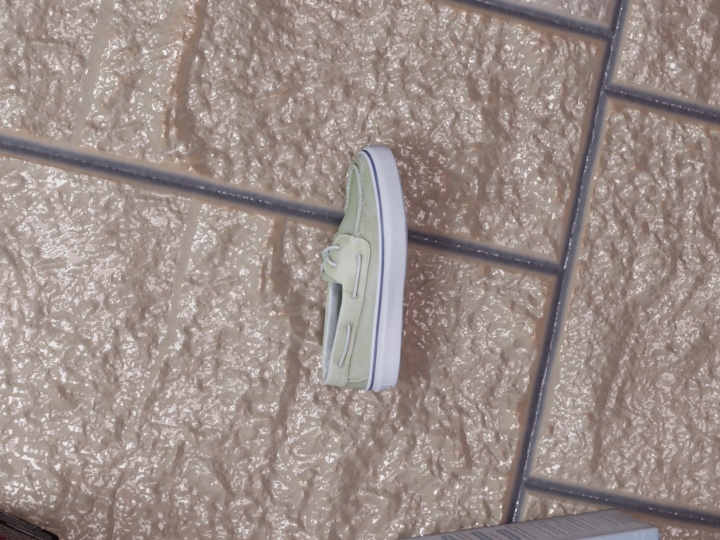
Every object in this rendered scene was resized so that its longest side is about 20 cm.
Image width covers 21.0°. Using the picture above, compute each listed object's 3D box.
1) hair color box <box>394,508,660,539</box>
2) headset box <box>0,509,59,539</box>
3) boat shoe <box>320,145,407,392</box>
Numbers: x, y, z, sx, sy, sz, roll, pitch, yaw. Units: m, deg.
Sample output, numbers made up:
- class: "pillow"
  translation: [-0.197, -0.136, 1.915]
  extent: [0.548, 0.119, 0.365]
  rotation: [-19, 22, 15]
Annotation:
- class: "hair color box"
  translation: [0.136, 0.243, 1.584]
  extent: [0.199, 0.099, 0.061]
  rotation: [-6, 93, -13]
- class: "headset box"
  translation: [-0.282, 0.264, 1.436]
  extent: [0.077, 0.200, 0.149]
  rotation: [26, 85, -12]
- class: "boat shoe"
  translation: [0.000, 0.000, 1.561]
  extent: [0.062, 0.072, 0.201]
  rotation: [-1, 94, -15]
